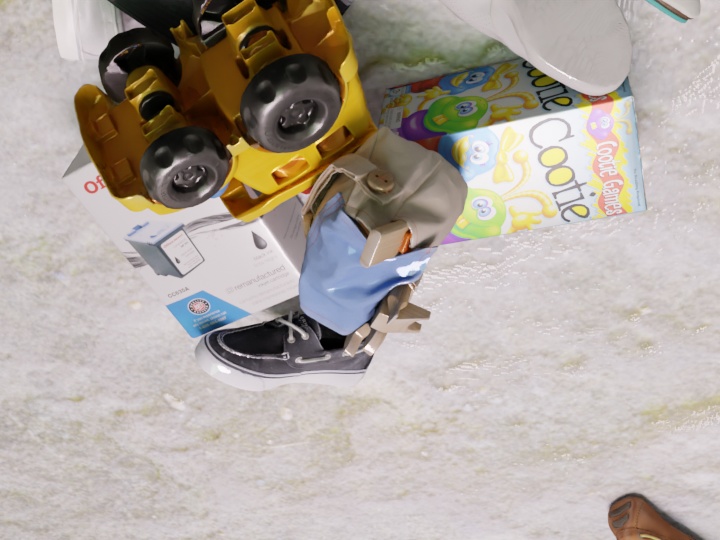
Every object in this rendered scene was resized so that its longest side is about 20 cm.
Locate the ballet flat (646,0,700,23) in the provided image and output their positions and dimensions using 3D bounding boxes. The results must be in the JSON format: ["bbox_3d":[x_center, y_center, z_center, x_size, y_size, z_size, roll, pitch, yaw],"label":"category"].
[{"bbox_3d":[0.174,-0.250,0.671,0.197,0.070,0.070,27,126,-7],"label":"ballet flat"}]

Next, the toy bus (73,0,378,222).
[{"bbox_3d":[-0.085,-0.106,0.708,0.198,0.137,0.192,-31,151,2],"label":"toy bus"}]

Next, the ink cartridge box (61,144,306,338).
[{"bbox_3d":[-0.147,-0.055,0.850,0.144,0.087,0.201,-22,122,23],"label":"ink cartridge box"}]

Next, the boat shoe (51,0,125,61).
[{"bbox_3d":[-0.208,-0.259,0.723,0.067,0.072,0.204,-4,122,-16],"label":"boat shoe"}]

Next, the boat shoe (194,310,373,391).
[{"bbox_3d":[-0.064,0.071,0.904,0.197,0.072,0.068,8,124,-36],"label":"boat shoe"}]

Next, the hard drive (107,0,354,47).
[{"bbox_3d":[-0.107,-0.222,0.712,0.198,0.043,0.135,24,127,-32],"label":"hard drive"}]

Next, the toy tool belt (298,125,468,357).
[{"bbox_3d":[0.000,0.000,0.713,0.123,0.124,0.201,26,139,0],"label":"toy tool belt"}]

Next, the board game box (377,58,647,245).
[{"bbox_3d":[0.122,-0.101,0.760,0.196,0.106,0.104,-9,126,15],"label":"board game box"}]

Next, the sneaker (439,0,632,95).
[{"bbox_3d":[0.113,-0.198,0.698,0.199,0.089,0.076,38,82,2],"label":"sneaker"}]

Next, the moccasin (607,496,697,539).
[{"bbox_3d":[0.362,0.339,1.066,0.073,0.078,0.201,-33,115,29],"label":"moccasin"}]
